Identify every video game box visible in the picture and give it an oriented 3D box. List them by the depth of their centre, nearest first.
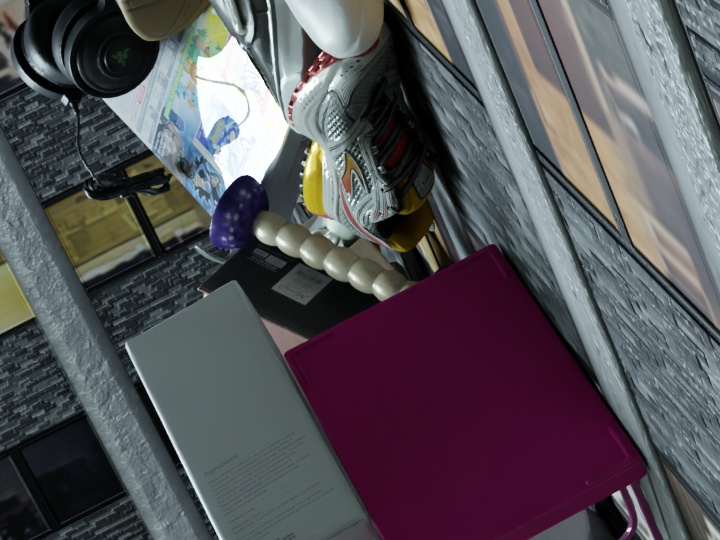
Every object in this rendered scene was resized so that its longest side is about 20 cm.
[{"bbox_3d":[-0.095,-0.143,1.627,0.182,0.047,0.200,48,141,22],"label":"video game box"}]

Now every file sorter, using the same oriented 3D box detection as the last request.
[{"bbox_3d":[0.070,0.114,1.392,0.200,0.139,0.126,59,175,48],"label":"file sorter"}]

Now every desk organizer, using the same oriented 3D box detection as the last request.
[{"bbox_3d":[-0.006,0.062,1.591,0.199,0.072,0.077,24,129,18],"label":"desk organizer"}]

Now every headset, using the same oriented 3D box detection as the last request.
[{"bbox_3d":[-0.171,-0.147,1.640,0.123,0.094,0.201,2,97,58],"label":"headset"}]

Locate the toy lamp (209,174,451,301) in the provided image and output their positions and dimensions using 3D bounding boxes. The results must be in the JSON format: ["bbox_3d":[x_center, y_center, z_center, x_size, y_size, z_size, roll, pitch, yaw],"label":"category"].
[{"bbox_3d":[0.000,0.000,1.560,0.199,0.058,0.058,26,161,20],"label":"toy lamp"}]

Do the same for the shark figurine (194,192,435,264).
[{"bbox_3d":[-0.018,-0.056,1.727,0.128,0.090,0.215,29,140,-9],"label":"shark figurine"}]

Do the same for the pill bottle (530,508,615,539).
[{"bbox_3d":[0.113,0.211,1.571,0.120,0.119,0.200,60,175,35],"label":"pill bottle"}]

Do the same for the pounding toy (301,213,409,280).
[{"bbox_3d":[0.000,0.027,1.923,0.200,0.142,0.184,50,171,25],"label":"pounding toy"}]

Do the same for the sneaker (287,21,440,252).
[{"bbox_3d":[0.013,-0.082,1.465,0.082,0.078,0.200,33,160,20],"label":"sneaker"}]

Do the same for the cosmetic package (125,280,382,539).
[{"bbox_3d":[-0.051,0.117,1.413,0.200,0.081,0.113,61,179,40],"label":"cosmetic package"}]

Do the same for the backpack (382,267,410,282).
[{"bbox_3d":[-0.002,0.079,1.715,0.199,0.127,0.167,25,155,21],"label":"backpack"}]

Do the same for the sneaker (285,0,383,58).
[{"bbox_3d":[-0.062,-0.198,1.331,0.075,0.088,0.201,-23,95,53],"label":"sneaker"}]

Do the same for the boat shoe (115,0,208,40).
[{"bbox_3d":[-0.138,-0.224,1.515,0.065,0.072,0.200,53,167,33],"label":"boat shoe"}]

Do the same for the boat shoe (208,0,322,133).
[{"bbox_3d":[-0.055,-0.169,1.460,0.071,0.063,0.201,-60,-31,-46],"label":"boat shoe"}]
